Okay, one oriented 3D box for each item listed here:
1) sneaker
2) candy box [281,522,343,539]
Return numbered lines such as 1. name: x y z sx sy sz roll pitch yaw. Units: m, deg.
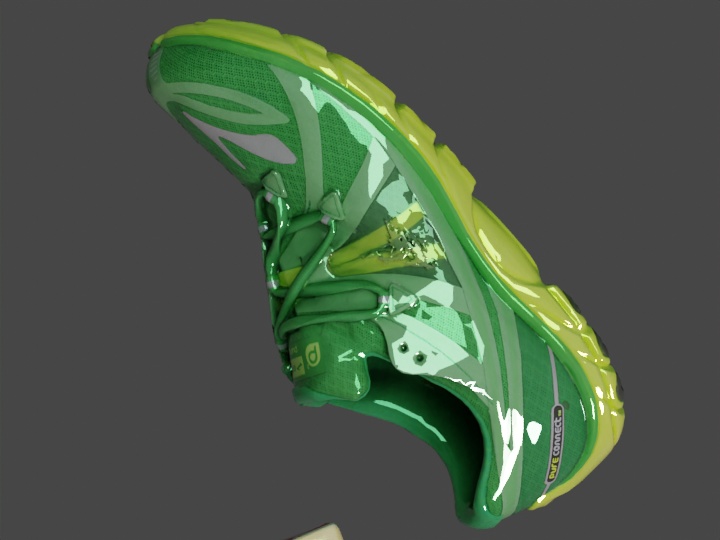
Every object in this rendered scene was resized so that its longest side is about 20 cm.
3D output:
1. sneaker: 0.000 0.000 0.952 0.200 0.074 0.084 47 70 -2
2. candy box: -0.033 0.192 0.920 0.115 0.055 0.201 -18 84 -15
